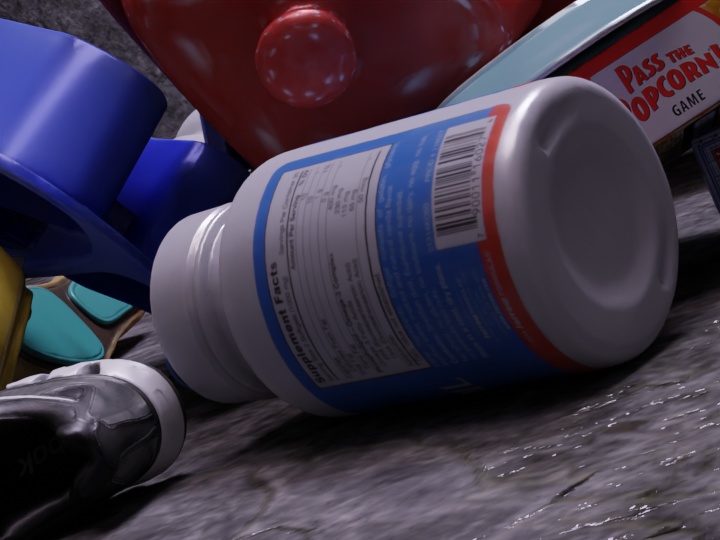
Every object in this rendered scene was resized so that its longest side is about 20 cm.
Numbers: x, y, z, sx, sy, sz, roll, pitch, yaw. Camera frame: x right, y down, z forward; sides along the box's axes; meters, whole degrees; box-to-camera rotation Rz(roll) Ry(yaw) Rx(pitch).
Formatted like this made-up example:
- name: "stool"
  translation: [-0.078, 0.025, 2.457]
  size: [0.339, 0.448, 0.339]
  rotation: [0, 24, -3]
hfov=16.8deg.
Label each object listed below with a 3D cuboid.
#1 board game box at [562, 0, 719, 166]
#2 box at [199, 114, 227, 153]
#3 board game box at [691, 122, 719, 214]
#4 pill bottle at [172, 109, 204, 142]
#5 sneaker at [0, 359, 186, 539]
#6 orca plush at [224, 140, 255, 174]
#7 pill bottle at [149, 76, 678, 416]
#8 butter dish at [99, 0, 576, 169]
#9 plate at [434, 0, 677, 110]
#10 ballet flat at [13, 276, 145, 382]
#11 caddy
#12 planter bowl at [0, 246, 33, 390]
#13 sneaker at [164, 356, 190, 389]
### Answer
- name: "board game box"
  translation: [0.169, -0.101, 1.041]
  size: [0.200, 0.046, 0.151]
  rotation: [-33, -5, 4]
- name: "box"
  translation: [0.015, -0.087, 1.262]
  size: [0.199, 0.159, 0.048]
  rotation: [-4, 14, 22]
- name: "board game box"
  translation: [0.243, -0.074, 1.034]
  size: [0.199, 0.062, 0.200]
  rotation: [-23, 5, 10]
- name: "pill bottle"
  translation: [-0.054, -0.071, 1.609]
  size: [0.111, 0.111, 0.200]
  rotation: [-13, 10, 42]
- name: "sneaker"
  translation: [-0.174, 0.086, 0.987]
  size: [0.199, 0.067, 0.090]
  rotation: [-16, 6, 13]
- name: "orca plush"
  translation: [-0.080, -0.017, 1.248]
  size: [0.200, 0.106, 0.071]
  rotation: [6, 19, 39]
- name: "pill bottle"
  translation: [0.015, -0.002, 0.962]
  size: [0.200, 0.113, 0.112]
  rotation: [-13, 10, 40]
- name: "butter dish"
  translation: [-0.018, -0.118, 1.082]
  size: [0.199, 0.200, 0.148]
  rotation: [-36, 18, 22]
- name: "plate"
  translation: [0.091, -0.091, 1.060]
  size: [0.200, 0.026, 0.200]
  rotation: [-33, -6, -4]
- name: "ballet flat"
  translation: [-0.173, 0.041, 1.378]
  size: [0.063, 0.069, 0.200]
  rotation: [-46, -3, 18]
- name: "caddy"
  translation: [-0.148, -0.041, 1.198]
  size: [0.200, 0.141, 0.105]
  rotation: [18, 69, 54]
- name: "planter bowl"
  translation: [-0.203, 0.043, 1.134]
  size: [0.083, 0.201, 0.200]
  rotation: [16, 3, -9]
- name: "sneaker"
  translation: [0.000, 0.000, 1.129]
  size: [0.199, 0.071, 0.083]
  rotation: [-18, 1, -12]
